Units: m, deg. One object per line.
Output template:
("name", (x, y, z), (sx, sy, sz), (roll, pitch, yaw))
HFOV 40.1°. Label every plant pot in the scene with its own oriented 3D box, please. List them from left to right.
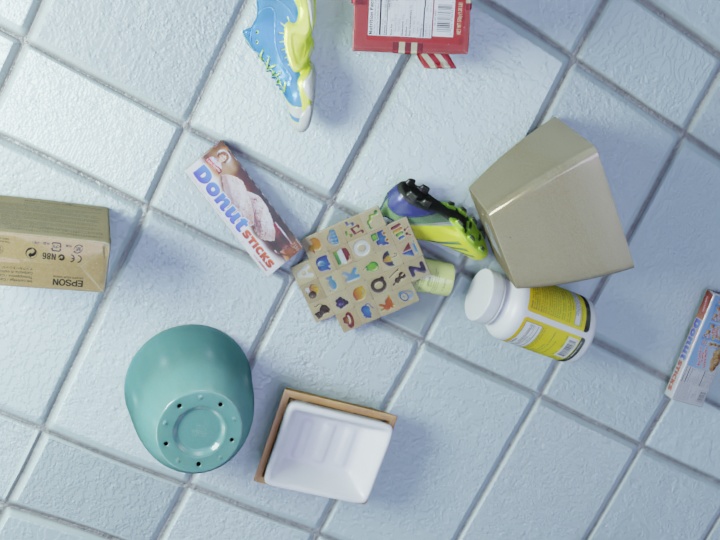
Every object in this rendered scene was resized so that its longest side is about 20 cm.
("plant pot", (-0.245, 0.202, 1.456), (0.196, 0.161, 0.205), (-5, 108, -15))
("plant pot", (0.277, -0.087, 1.511), (0.174, 0.201, 0.202), (-24, 112, 3))

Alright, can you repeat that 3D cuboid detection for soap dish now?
("soap dish", (-0.058, 0.276, 1.576), (0.197, 0.081, 0.160), (16, 102, -20))

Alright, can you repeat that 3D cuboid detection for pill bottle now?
("pill bottle", (0.272, 0.068, 1.590), (0.197, 0.112, 0.114), (20, 101, -21))

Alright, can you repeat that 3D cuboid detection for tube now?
("tube", (0.049, 0.000, 1.541), (0.196, 0.052, 0.059), (11, 69, -13))

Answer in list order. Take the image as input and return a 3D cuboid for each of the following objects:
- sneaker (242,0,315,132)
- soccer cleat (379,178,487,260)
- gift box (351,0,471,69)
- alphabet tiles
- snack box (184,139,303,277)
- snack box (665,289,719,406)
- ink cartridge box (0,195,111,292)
("sneaker", (-0.114, -0.299, 1.395), (0.103, 0.076, 0.205), (0, 100, -3))
("soccer cleat", (0.115, -0.069, 1.541), (0.198, 0.065, 0.084), (31, 126, -26))
("gift box", (0.081, -0.373, 1.356), (0.195, 0.187, 0.189), (6, 104, -2))
("alphabet tiles", (0.000, 0.000, 1.516), (0.197, 0.006, 0.169), (-23, 110, 9))
("snack box", (-0.170, -0.090, 1.455), (0.071, 0.024, 0.201), (-37, 109, -2))
("snack box", (0.610, 0.139, 1.749), (0.071, 0.024, 0.204), (15, 102, -19))
("ink cartridge box", (-0.438, -0.039, 1.323), (0.196, 0.165, 0.077), (5, 108, -17))
